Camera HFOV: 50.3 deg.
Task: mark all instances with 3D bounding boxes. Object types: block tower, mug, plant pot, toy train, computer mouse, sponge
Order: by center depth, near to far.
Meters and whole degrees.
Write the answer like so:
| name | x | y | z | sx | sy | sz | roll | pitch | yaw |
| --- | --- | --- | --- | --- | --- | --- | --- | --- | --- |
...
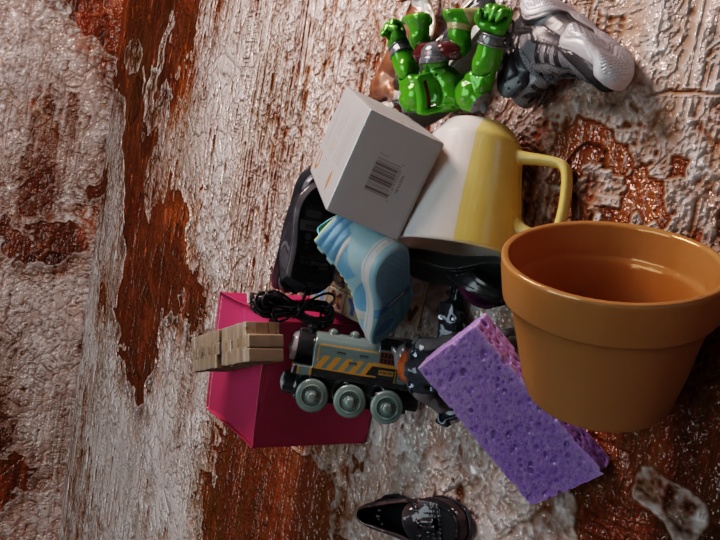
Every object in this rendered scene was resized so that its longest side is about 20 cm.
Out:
| name | x | y | z | sx | sy | sz | roll | pitch | yaw |
| --- | --- | --- | --- | --- | --- | --- | --- | --- | --- |
| plant pot | 0.225 | 0.053 | 0.708 | 0.200 | 0.197 | 0.142 | 33 | 129 | 54 |
| sponge | 0.161 | 0.153 | 0.828 | 0.201 | 0.030 | 0.112 | 49 | 134 | 4 |
| mug | 0.147 | -0.094 | 0.919 | 0.149 | 0.183 | 0.156 | 96 | -175 | -84 |
| toy train | -0.010 | 0.141 | 1.063 | 0.085 | 0.197 | 0.116 | -109 | 28 | -86 |
| computer mouse | -0.080 | -0.027 | 1.063 | 0.052 | 0.137 | 0.203 | 18 | 94 | 54 |
| block tower | -0.176 | 0.110 | 1.079 | 0.199 | 0.057 | 0.055 | -17 | 72 | 54 |

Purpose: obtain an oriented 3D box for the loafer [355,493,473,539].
| name | x | y | z | sx | sy | sz | roll | pitch | yaw |
| --- | --- | --- | --- | --- | --- | --- | --- | --- | --- |
| loafer | 0.066 | 0.336 | 1.021 | 0.199 | 0.062 | 0.073 | -17 | 72 | 56 |

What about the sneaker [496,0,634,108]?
| name | x | y | z | sx | sy | sz | roll | pitch | yaw |
| --- | --- | --- | --- | --- | --- | --- | --- | --- | --- |
| sneaker | 0.219 | -0.221 | 0.849 | 0.115 | 0.074 | 0.201 | -63 | 32 | 31 |

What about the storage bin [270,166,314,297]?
| name | x | y | z | sx | sy | sz | roll | pitch | yaw |
| --- | --- | --- | --- | --- | --- | --- | --- | --- | --- |
| storage bin | -0.029 | -0.040 | 1.177 | 0.133 | 0.145 | 0.203 | 28 | 112 | 26 |

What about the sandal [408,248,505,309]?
| name | x | y | z | sx | sy | sz | roll | pitch | yaw |
| --- | --- | --- | --- | --- | --- | --- | --- | --- | --- |
| sandal | 0.132 | 0.017 | 0.916 | 0.198 | 0.075 | 0.048 | 8 | 64 | 40 |

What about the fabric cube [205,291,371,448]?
| name | x | y | z | sx | sy | sz | roll | pitch | yaw |
| --- | --- | --- | --- | --- | --- | --- | --- | --- | --- |
| fabric cube | -0.107 | 0.148 | 1.197 | 0.199 | 0.197 | 0.200 | 18 | 100 | 57 |

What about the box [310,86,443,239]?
| name | x | y | z | sx | sy | sz | roll | pitch | yaw |
| --- | --- | --- | --- | --- | --- | --- | --- | --- | --- |
| box | 0.012 | -0.138 | 0.946 | 0.126 | 0.096 | 0.200 | -64 | 17 | 15 |

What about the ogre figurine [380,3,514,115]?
| name | x | y | z | sx | sy | sz | roll | pitch | yaw |
| --- | --- | --- | --- | --- | --- | --- | --- | --- | --- |
| ogre figurine | 0.098 | -0.250 | 0.926 | 0.197 | 0.098 | 0.122 | 6 | 103 | 30 |

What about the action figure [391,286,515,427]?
| name | x | y | z | sx | sy | sz | roll | pitch | yaw |
| --- | --- | --- | --- | --- | --- | --- | --- | --- | --- |
| action figure | 0.113 | 0.098 | 0.949 | 0.192 | 0.104 | 0.204 | -5 | 84 | 47 |

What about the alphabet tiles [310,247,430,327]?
| name | x | y | z | sx | sy | sz | roll | pitch | yaw |
| --- | --- | --- | --- | --- | --- | --- | --- | --- | --- |
| alphabet tiles | 0.014 | -0.004 | 1.062 | 0.198 | 0.007 | 0.170 | 25 | 111 | 36 |

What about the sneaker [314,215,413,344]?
| name | x | y | z | sx | sy | sz | roll | pitch | yaw |
| --- | --- | --- | --- | --- | --- | --- | --- | --- | --- |
| sneaker | 0.000 | 0.000 | 0.983 | 0.130 | 0.079 | 0.201 | 41 | 151 | 27 |

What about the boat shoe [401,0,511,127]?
| name | x | y | z | sx | sy | sz | roll | pitch | yaw |
| --- | --- | --- | --- | --- | --- | --- | --- | --- | --- |
| boat shoe | 0.119 | -0.274 | 1.017 | 0.200 | 0.075 | 0.061 | -43 | 51 | 32 |

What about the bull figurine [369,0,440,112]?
| name | x | y | z | sx | sy | sz | roll | pitch | yaw |
| --- | --- | --- | --- | --- | --- | --- | --- | --- | --- |
| bull figurine | 0.075 | -0.312 | 1.091 | 0.202 | 0.064 | 0.122 | -66 | 33 | 28 |
